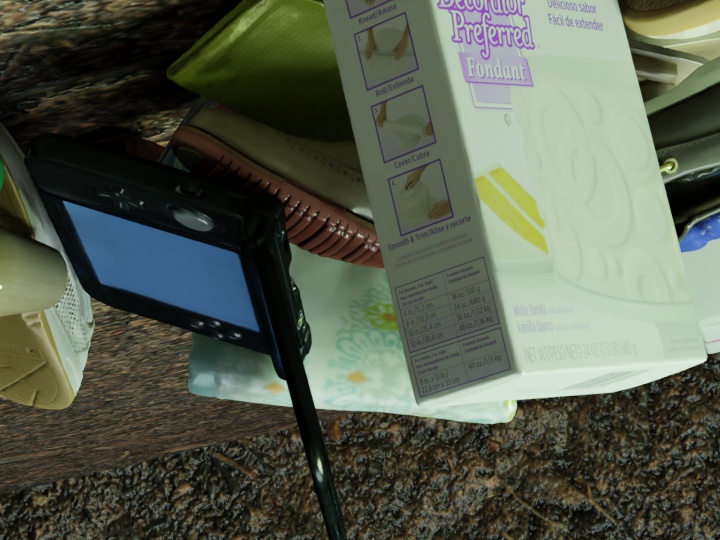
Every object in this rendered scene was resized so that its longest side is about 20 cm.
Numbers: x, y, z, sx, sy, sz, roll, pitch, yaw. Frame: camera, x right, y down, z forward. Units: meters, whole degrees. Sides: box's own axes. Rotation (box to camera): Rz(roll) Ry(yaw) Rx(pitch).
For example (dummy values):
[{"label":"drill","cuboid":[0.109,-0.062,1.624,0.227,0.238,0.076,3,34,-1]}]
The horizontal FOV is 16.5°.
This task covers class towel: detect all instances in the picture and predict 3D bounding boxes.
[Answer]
[{"label":"towel","cuboid":[0.000,0.000,1.325,0.170,0.201,0.048,3,130,2]},{"label":"towel","cuboid":[0.014,-0.074,1.130,0.199,0.018,0.086,23,131,-38]}]

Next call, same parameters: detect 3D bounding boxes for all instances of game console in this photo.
[{"label":"game console","cuboid":[-0.075,0.043,1.139,0.175,0.117,0.200,17,162,8]}]

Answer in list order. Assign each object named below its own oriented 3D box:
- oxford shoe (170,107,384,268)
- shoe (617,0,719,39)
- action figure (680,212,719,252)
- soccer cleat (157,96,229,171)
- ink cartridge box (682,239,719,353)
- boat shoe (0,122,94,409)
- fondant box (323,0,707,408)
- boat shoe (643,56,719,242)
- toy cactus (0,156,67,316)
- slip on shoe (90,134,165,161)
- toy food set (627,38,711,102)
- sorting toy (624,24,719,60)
[{"label":"oxford shoe","cuboid":[0.012,-0.038,1.125,0.199,0.075,0.070,23,169,-15]},{"label":"shoe","cuboid":[0.204,-0.137,1.070,0.199,0.070,0.053,-20,129,30]},{"label":"action figure","cuboid":[0.183,-0.021,1.366,0.099,0.066,0.199,18,154,-39]},{"label":"soccer cleat","cuboid":[-0.048,-0.078,1.205,0.070,0.087,0.200,28,131,-24]},{"label":"ink cartridge box","cuboid":[0.245,-0.030,1.636,0.084,0.145,0.200,-14,172,7]},{"label":"boat shoe","cuboid":[-0.176,-0.017,1.251,0.070,0.070,0.201,11,141,16]},{"label":"fondant box","cuboid":[0.065,-0.048,1.050,0.058,0.201,0.144,-21,168,37]},{"label":"boat shoe","cuboid":[0.140,-0.042,1.200,0.201,0.061,0.072,-30,149,21]},{"label":"toy cactus","cuboid":[-0.205,-0.004,1.125,0.102,0.201,0.165,24,-172,34]},{"label":"slip on shoe","cuboid":[-0.177,-0.029,1.334,0.199,0.074,0.061,-15,148,30]},{"label":"toy food set","cuboid":[0.079,-0.060,1.255,0.199,0.061,0.143,10,147,-28]},{"label":"sorting toy","cuboid":[0.177,-0.089,1.399,0.199,0.070,0.199,-10,171,-13]}]
